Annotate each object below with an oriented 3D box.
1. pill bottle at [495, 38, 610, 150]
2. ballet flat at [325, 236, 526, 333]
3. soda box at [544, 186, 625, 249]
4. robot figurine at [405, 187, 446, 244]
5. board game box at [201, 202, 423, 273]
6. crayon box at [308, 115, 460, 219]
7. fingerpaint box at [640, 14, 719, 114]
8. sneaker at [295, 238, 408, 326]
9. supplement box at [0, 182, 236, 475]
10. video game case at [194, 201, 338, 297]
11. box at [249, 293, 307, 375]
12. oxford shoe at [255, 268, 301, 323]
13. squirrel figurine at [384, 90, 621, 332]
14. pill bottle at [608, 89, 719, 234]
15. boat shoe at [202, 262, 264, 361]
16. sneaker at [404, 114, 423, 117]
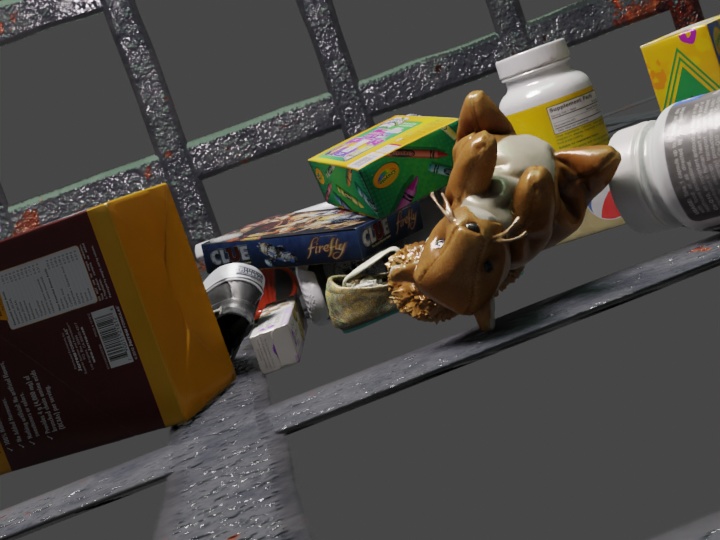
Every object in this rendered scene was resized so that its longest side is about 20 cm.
[{"bbox_3d":[0.228,-0.160,1.324,0.112,0.201,0.112,-19,6,2],"label":"pill bottle"},{"bbox_3d":[0.058,0.003,1.096,0.199,0.071,0.071,-18,7,12],"label":"ballet flat"},{"bbox_3d":[0.228,-0.072,1.187,0.199,0.068,0.064,-18,8,18],"label":"soda box"},{"bbox_3d":[0.109,-0.081,1.323,0.169,0.114,0.200,-1,-18,-34],"label":"robot figurine"},{"bbox_3d":[-0.051,-0.037,1.214,0.199,0.035,0.135,-5,13,32],"label":"board game box"},{"bbox_3d":[0.030,-0.114,1.208,0.118,0.059,0.200,-28,15,-12],"label":"crayon box"},{"bbox_3d":[0.369,-0.174,1.178,0.073,0.168,0.200,-15,9,31],"label":"fingerpaint box"},{"bbox_3d":[0.000,0.000,1.241,0.113,0.076,0.200,-18,7,12],"label":"sneaker"},{"bbox_3d":[-0.252,0.052,1.028,0.199,0.199,0.133,-17,7,16],"label":"supplement box"},{"bbox_3d":[-0.075,-0.017,1.405,0.199,0.024,0.182,-17,-27,16],"label":"video game case"},{"bbox_3d":[-0.079,0.061,1.141,0.038,0.042,0.200,-20,6,2],"label":"box"},{"bbox_3d":[-0.165,0.053,1.410,0.199,0.072,0.073,-15,-13,6],"label":"oxford shoe"},{"bbox_3d":[0.100,-0.019,0.956,0.187,0.141,0.201,-58,-5,-41],"label":"squirrel figurine"},{"bbox_3d":[0.313,-0.096,0.939,0.199,0.115,0.114,-13,9,41],"label":"pill bottle"},{"bbox_3d":[-0.153,0.068,1.158,0.073,0.069,0.199,22,-37,-26],"label":"boat shoe"},{"bbox_3d":[0.102,-0.108,1.432,0.082,0.200,0.075,-31,28,21],"label":"sneaker"}]
